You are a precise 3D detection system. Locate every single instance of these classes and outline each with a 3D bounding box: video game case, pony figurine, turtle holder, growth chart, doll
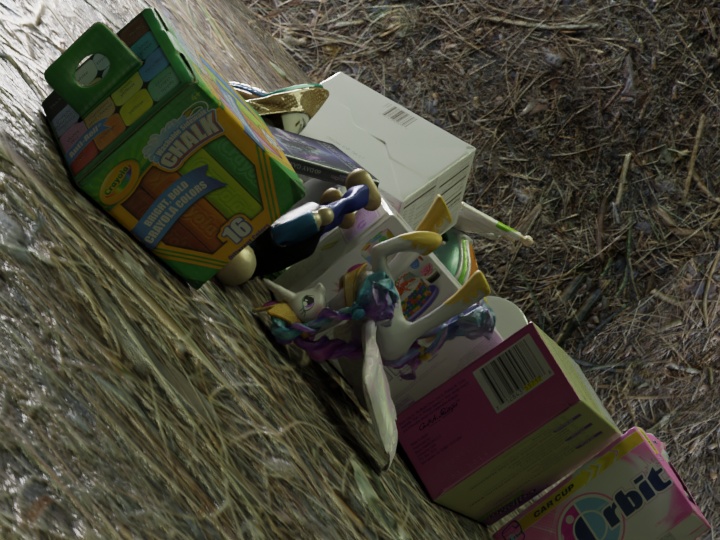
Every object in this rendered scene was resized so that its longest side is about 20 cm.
[{"bbox_3d":[-0.093,-0.127,1.662,0.198,0.019,0.143,15,13,-26],"label":"video game case"},{"bbox_3d":[0.022,0.055,1.500,0.194,0.199,0.167,65,-5,-19],"label":"pony figurine"},{"bbox_3d":[0.067,-0.001,2.119,0.184,0.133,0.141,23,-3,37],"label":"turtle holder"},{"bbox_3d":[0.103,-0.072,2.026,0.144,0.018,0.199,27,-5,-31],"label":"growth chart"},{"bbox_3d":[-0.065,-0.029,1.499,0.049,0.136,0.200,57,39,1],"label":"doll"}]

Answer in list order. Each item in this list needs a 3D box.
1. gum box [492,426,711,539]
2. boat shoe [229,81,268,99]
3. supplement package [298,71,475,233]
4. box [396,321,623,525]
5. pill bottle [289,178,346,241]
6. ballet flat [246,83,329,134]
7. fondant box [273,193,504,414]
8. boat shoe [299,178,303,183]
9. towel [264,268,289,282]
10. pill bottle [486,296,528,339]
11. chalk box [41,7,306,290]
[{"bbox_3d":[0.251,0.264,1.701,0.066,0.199,0.114,41,13,-53],"label":"gum box"},{"bbox_3d":[-0.112,-0.160,2.054,0.199,0.073,0.072,34,35,5],"label":"boat shoe"},{"bbox_3d":[0.001,-0.111,1.885,0.199,0.112,0.155,32,42,22],"label":"supplement package"},{"bbox_3d":[0.151,0.159,1.676,0.097,0.175,0.200,59,10,25],"label":"box"},{"bbox_3d":[0.000,0.000,1.754,0.201,0.115,0.116,53,6,-19],"label":"pill bottle"},{"bbox_3d":[-0.112,-0.153,1.777,0.071,0.198,0.066,-46,-117,55],"label":"ballet flat"},{"bbox_3d":[0.029,0.044,1.638,0.200,0.144,0.058,47,8,-30],"label":"fondant box"},{"bbox_3d":[-0.099,-0.071,1.574,0.073,0.061,0.200,13,2,4],"label":"boat shoe"},{"bbox_3d":[-0.141,-0.070,1.646,0.200,0.023,0.153,45,8,-32],"label":"towel"},{"bbox_3d":[0.134,0.113,1.819,0.111,0.110,0.201,54,-19,24],"label":"pill bottle"},{"bbox_3d":[-0.159,-0.108,1.298,0.200,0.125,0.124,43,10,-42],"label":"chalk box"}]
